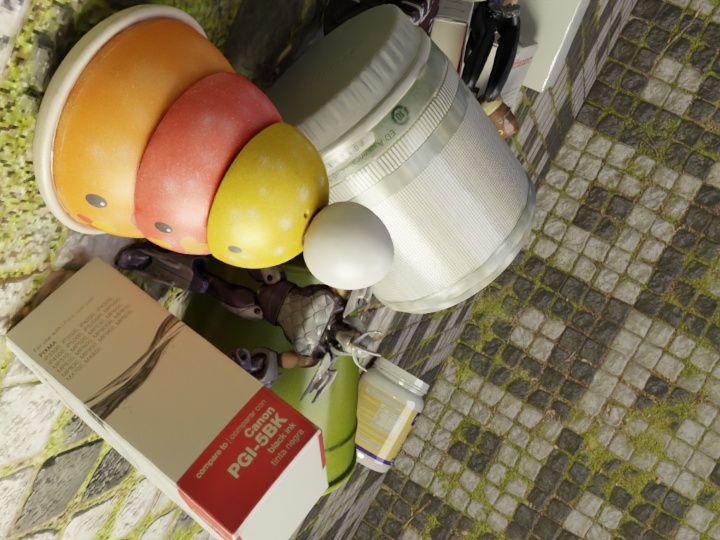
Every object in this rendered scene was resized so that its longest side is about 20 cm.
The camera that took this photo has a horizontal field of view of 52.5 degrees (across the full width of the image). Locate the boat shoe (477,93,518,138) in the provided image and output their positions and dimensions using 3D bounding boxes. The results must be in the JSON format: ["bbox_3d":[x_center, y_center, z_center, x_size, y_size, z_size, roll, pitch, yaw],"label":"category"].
[{"bbox_3d":[0.123,-0.155,0.984,0.200,0.068,0.072,-38,-166,25],"label":"boat shoe"}]

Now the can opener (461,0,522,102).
[{"bbox_3d":[0.148,-0.241,0.810,0.201,0.063,0.079,-75,176,-50],"label":"can opener"}]

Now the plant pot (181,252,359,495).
[{"bbox_3d":[-0.082,0.067,0.660,0.200,0.199,0.194,-24,129,-66],"label":"plant pot"}]

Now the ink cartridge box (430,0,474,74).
[{"bbox_3d":[0.090,-0.209,0.846,0.201,0.043,0.174,97,7,-54],"label":"ink cartridge box"}]

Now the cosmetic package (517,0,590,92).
[{"bbox_3d":[0.276,-0.388,1.109,0.081,0.112,0.201,-41,157,-50],"label":"cosmetic package"}]

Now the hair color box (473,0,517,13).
[{"bbox_3d":[0.194,-0.409,0.897,0.201,0.065,0.109,-56,165,-13],"label":"hair color box"}]

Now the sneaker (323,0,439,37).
[{"bbox_3d":[0.031,-0.225,0.677,0.200,0.075,0.116,-52,165,-33],"label":"sneaker"}]

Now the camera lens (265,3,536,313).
[{"bbox_3d":[0.029,-0.078,0.569,0.200,0.160,0.160,47,66,-29],"label":"camera lens"}]

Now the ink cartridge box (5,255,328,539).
[{"bbox_3d":[-0.124,0.101,0.502,0.083,0.199,0.147,-48,161,-24],"label":"ink cartridge box"}]

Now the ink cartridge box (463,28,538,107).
[{"bbox_3d":[0.166,-0.244,1.059,0.146,0.084,0.201,-36,150,-57],"label":"ink cartridge box"}]

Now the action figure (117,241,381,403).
[{"bbox_3d":[-0.071,0.017,0.532,0.131,0.199,0.069,-62,163,0],"label":"action figure"}]

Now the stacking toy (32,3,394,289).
[{"bbox_3d":[-0.069,-0.050,0.421,0.146,0.199,0.146,-54,163,-25],"label":"stacking toy"}]

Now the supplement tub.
[{"bbox_3d":[0.041,0.291,1.494,0.201,0.145,0.145,-59,165,-4],"label":"supplement tub"}]
